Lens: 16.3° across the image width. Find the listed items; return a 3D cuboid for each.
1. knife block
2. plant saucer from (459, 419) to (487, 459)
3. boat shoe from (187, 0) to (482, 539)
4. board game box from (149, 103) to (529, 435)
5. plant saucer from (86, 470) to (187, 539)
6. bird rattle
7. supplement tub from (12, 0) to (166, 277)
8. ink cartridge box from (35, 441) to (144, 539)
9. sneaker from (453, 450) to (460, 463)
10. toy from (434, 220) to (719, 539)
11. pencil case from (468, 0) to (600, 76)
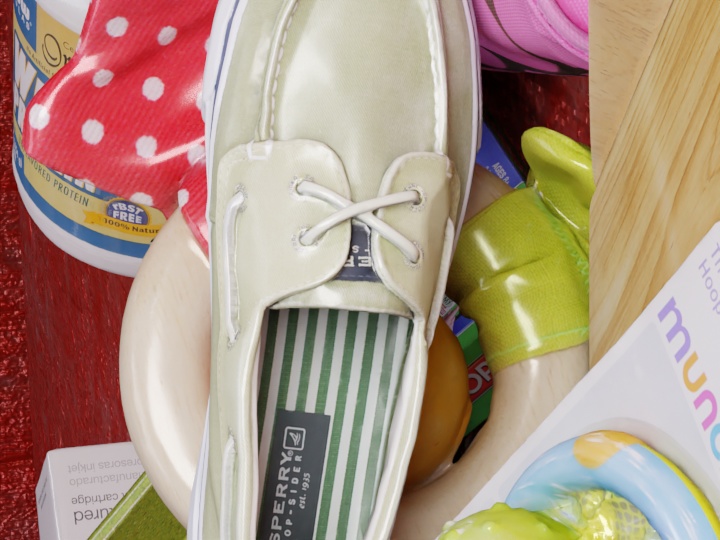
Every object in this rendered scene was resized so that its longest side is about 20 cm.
[{"bbox_3d":[0.103,-0.018,0.517,0.176,0.064,0.201,-131,38,-70],"label":"knife block"},{"bbox_3d":[0.070,0.140,0.792,0.200,0.037,0.201,175,90,-77],"label":"plant saucer"},{"bbox_3d":[-0.003,-0.001,0.614,0.062,0.072,0.201,-156,70,-75],"label":"boat shoe"},{"bbox_3d":[0.000,0.000,0.862,0.029,0.135,0.200,43,-170,-29],"label":"board game box"},{"bbox_3d":[-0.050,0.093,0.943,0.200,0.048,0.200,-50,12,10],"label":"plant saucer"},{"bbox_3d":[-0.001,0.006,0.683,0.113,0.199,0.164,139,149,-69],"label":"bird rattle"},{"bbox_3d":[-0.084,-0.110,1.128,0.200,0.144,0.145,98,162,-45],"label":"supplement tub"},{"bbox_3d":[-0.066,0.181,1.159,0.084,0.144,0.201,121,142,-69],"label":"ink cartridge box"},{"bbox_3d":[0.020,0.099,0.980,0.200,0.072,0.083,-145,75,-72],"label":"sneaker"},{"bbox_3d":[0.037,0.093,0.543,0.200,0.047,0.115,-58,46,51],"label":"toy"},{"bbox_3d":[0.051,-0.101,0.685,0.094,0.091,0.200,-70,17,2],"label":"pencil case"}]
